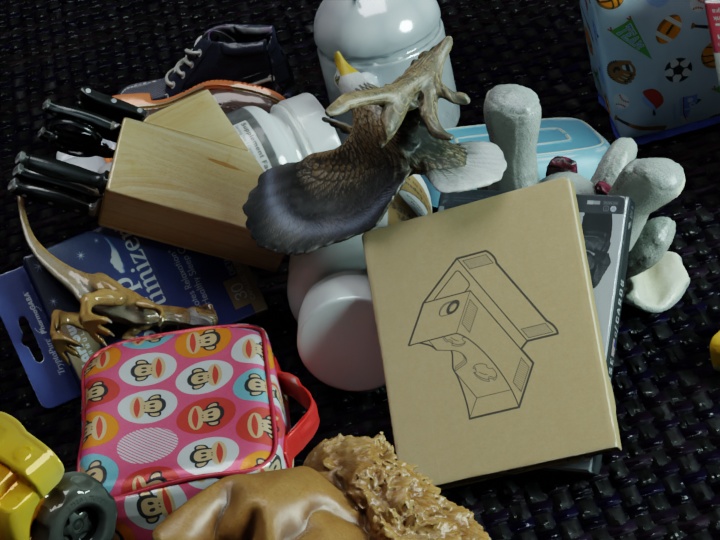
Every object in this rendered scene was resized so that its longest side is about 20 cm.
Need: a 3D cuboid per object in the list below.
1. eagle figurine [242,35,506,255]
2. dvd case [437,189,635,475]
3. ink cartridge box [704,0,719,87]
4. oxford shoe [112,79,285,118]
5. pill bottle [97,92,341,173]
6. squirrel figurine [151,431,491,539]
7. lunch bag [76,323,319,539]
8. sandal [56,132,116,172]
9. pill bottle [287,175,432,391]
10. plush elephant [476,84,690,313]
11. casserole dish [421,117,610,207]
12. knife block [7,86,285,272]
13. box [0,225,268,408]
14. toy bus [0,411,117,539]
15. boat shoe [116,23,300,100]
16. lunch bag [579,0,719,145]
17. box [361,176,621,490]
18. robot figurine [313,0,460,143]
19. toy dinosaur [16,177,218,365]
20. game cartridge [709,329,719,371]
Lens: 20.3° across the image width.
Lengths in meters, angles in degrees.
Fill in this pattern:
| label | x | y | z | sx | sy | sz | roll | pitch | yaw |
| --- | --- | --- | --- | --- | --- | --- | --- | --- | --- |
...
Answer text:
| label | x | y | z | sx | sy | sz | roll | pitch | yaw |
| --- | --- | --- | --- | --- | --- | --- | --- | --- | --- |
| eagle figurine | 0.011 | -0.094 | 1.512 | 0.151 | 0.200 | 0.152 | 9 | 58 | -17 |
| dvd case | 0.113 | 0.041 | 1.458 | 0.150 | 0.025 | 0.201 | 4 | 78 | 26 |
| ink cartridge box | 0.348 | -0.165 | 1.631 | 0.084 | 0.201 | 0.145 | 1 | 35 | 26 |
| oxford shoe | -0.161 | -0.128 | 1.905 | 0.199 | 0.071 | 0.073 | -7 | 52 | 19 |
| pill bottle | -0.118 | -0.074 | 1.749 | 0.199 | 0.114 | 0.114 | -24 | 34 | -15 |
| squirrel figurine | 0.004 | 0.201 | 1.274 | 0.200 | 0.142 | 0.186 | -37 | 45 | -27 |
| lunch bag | -0.117 | 0.118 | 1.487 | 0.175 | 0.082 | 0.200 | -11 | 32 | 3 |
| sandal | -0.176 | -0.083 | 1.845 | 0.206 | 0.059 | 0.079 | -2 | 47 | -20 |
| pill bottle | 0.000 | 0.000 | 1.591 | 0.114 | 0.115 | 0.200 | -9 | 33 | 8 |
| plush elephant | 0.176 | -0.039 | 1.561 | 0.164 | 0.201 | 0.155 | 21 | 23 | 22 |
| casserole dish | 0.130 | -0.095 | 1.716 | 0.199 | 0.039 | 0.121 | -7 | 23 | -11 |
| knife block | -0.172 | -0.060 | 1.605 | 0.175 | 0.064 | 0.200 | -29 | 75 | -24 |
| box | -0.189 | 0.020 | 1.639 | 0.199 | 0.122 | 0.032 | -25 | -7 | -14 |
| toy bus | -0.244 | 0.215 | 1.294 | 0.192 | 0.201 | 0.135 | -41 | 40 | -24 |
| boat shoe | -0.158 | -0.192 | 1.961 | 0.199 | 0.093 | 0.075 | -3 | 34 | 17 |
| lunch bag | 0.299 | -0.218 | 1.755 | 0.199 | 0.171 | 0.124 | -14 | 36 | 1 |
| box | 0.091 | 0.048 | 1.438 | 0.163 | 0.021 | 0.201 | -15 | 71 | 18 |
| robot figurine | 0.023 | -0.178 | 1.771 | 0.112 | 0.201 | 0.170 | -5 | 35 | 14 |
| toy dinosaur | -0.213 | 0.019 | 1.598 | 0.199 | 0.061 | 0.106 | 28 | 37 | -1 |
| game cartridge | 0.384 | 0.041 | 1.460 | 0.199 | 0.033 | 0.176 | 17 | 44 | 41 |
